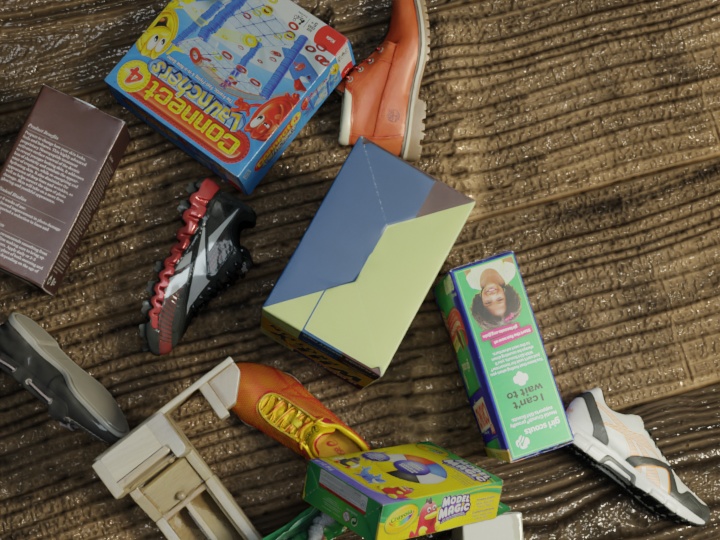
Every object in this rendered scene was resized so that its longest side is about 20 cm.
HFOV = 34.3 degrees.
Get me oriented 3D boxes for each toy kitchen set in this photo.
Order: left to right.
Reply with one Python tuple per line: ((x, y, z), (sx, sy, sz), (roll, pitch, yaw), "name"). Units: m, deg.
((-0.141, 0.208, 1.166), (0.163, 0.200, 0.181), (-38, 86, -9), "toy kitchen set")

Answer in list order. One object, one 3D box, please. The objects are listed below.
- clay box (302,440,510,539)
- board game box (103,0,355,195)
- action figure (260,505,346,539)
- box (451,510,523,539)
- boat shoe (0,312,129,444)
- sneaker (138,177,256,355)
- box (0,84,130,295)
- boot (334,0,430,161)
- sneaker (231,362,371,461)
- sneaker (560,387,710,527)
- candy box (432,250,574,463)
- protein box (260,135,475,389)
((0.054, 0.220, 1.183), (0.199, 0.114, 0.048), (-2, 107, -43), "clay box")
((-0.143, -0.219, 1.286), (0.199, 0.056, 0.196), (35, 79, 15), "board game box")
((-0.067, 0.284, 1.191), (0.199, 0.119, 0.055), (-34, 66, -24), "action figure")
((0.138, 0.356, 1.232), (0.068, 0.082, 0.202), (-2, 82, -5), "box")
((-0.315, 0.124, 1.216), (0.200, 0.067, 0.057), (41, 97, 25), "boat shoe")
((-0.170, 0.004, 1.262), (0.097, 0.071, 0.202), (20, 78, 0), "sneaker")
((-0.337, -0.086, 1.261), (0.099, 0.075, 0.201), (25, 81, -1), "box")
((0.025, -0.229, 1.320), (0.106, 0.075, 0.202), (6, 81, 1), "boot")
((-0.065, 0.158, 1.246), (0.199, 0.077, 0.073), (31, 81, 2), "sneaker")
((0.306, 0.205, 1.276), (0.199, 0.074, 0.080), (37, 74, -1), "sneaker")
((0.146, 0.095, 1.228), (0.076, 0.169, 0.202), (-18, 83, -5), "candy box")
((0.000, 0.000, 1.213), (0.134, 0.200, 0.200), (29, 79, 0), "protein box")
